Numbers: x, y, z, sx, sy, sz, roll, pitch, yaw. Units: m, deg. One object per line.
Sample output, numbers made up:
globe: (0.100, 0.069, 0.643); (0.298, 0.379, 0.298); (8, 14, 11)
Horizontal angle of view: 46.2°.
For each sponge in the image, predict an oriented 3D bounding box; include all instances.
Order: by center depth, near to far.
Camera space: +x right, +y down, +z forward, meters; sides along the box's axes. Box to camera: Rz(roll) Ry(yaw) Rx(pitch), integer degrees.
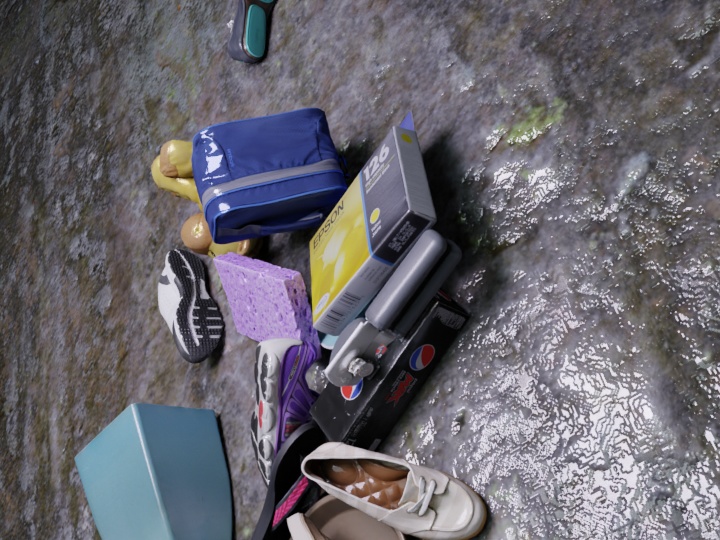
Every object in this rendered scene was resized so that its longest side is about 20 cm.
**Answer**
sponge: (-0.121, 0.044, 1.075); (0.199, 0.030, 0.113); (14, 123, 55)

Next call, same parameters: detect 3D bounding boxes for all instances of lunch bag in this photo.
lunch bag: (-0.108, -0.111, 1.071); (0.136, 0.197, 0.134); (126, 129, -72)

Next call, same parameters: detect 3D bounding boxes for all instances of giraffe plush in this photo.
giraffe plush: (-0.199, -0.084, 1.208); (0.197, 0.173, 0.165); (-1, 80, 8)

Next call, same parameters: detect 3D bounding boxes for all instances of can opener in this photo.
can opener: (0.026, 0.041, 0.885); (0.201, 0.052, 0.067); (-52, 44, 15)

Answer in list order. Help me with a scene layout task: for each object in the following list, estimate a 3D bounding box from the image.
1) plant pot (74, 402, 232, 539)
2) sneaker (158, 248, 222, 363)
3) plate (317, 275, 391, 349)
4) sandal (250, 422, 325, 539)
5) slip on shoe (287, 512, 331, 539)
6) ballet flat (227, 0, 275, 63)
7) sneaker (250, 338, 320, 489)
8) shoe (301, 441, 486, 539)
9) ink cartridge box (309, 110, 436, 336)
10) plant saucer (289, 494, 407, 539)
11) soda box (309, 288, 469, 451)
plant pot: (-0.254, 0.299, 1.087); (0.141, 0.140, 0.202); (-40, 56, 25)
sneaker: (-0.257, 0.064, 1.248); (0.080, 0.073, 0.201); (-55, 38, 32)
plate: (0.000, 0.000, 1.011); (0.200, 0.025, 0.202); (-47, 32, 42)
sandal: (-0.078, 0.273, 0.973); (0.045, 0.075, 0.202); (25, 99, 41)
slip on shoe: (-0.014, 0.317, 0.857); (0.060, 0.077, 0.200); (-26, 33, -15)
ballet flat: (-0.179, -0.430, 1.373); (0.072, 0.073, 0.203); (-3, 73, 44)
sneaker: (-0.082, 0.176, 0.991); (0.081, 0.082, 0.203); (-128, 41, -60)
shoe: (0.029, 0.224, 0.853); (0.198, 0.053, 0.071); (13, 81, 24)
ink cartridge box: (0.004, -0.062, 0.971); (0.198, 0.047, 0.202); (-52, 32, 34)
plant saucer: (-0.013, 0.341, 0.905); (0.199, 0.029, 0.203); (-19, 61, 38)
soda box: (0.030, 0.105, 0.938); (0.201, 0.063, 0.071); (-56, 44, 10)
